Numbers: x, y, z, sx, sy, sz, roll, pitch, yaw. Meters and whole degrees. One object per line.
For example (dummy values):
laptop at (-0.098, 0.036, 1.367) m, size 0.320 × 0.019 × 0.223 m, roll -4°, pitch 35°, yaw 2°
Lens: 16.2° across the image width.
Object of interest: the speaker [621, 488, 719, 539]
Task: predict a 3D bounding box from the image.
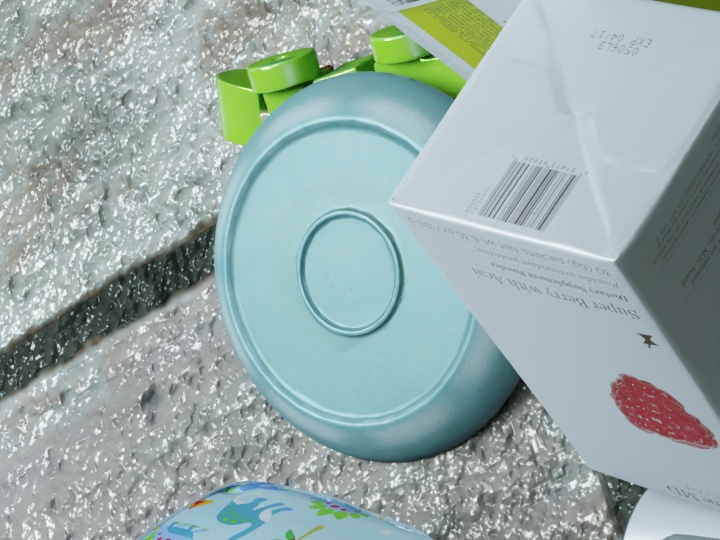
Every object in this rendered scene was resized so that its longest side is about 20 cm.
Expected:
speaker at (0.216, 0.137, 1.085) m, size 0.199 × 0.081 × 0.082 m, roll 3°, pitch 80°, yaw 37°

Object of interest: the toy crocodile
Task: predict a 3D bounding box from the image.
toy crocodile at (0.005, -0.092, 1.323) m, size 0.199 × 0.062 × 0.068 m, roll -8°, pitch 106°, yaw 34°

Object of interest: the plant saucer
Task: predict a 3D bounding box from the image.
plant saucer at (0.000, 0.000, 1.281) m, size 0.200 × 0.027 × 0.201 m, roll 5°, pitch 98°, yaw 33°

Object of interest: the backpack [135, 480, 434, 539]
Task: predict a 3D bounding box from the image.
backpack at (-0.051, 0.198, 1.171) m, size 0.183 × 0.200 × 0.147 m, roll 15°, pitch 129°, yaw 39°

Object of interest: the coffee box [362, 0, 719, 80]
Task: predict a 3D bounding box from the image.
coffee box at (0.099, -0.198, 1.101) m, size 0.200 × 0.200 × 0.198 m, roll -60°, pitch 24°, yaw -13°

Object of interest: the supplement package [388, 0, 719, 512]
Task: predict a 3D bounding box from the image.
supplement package at (0.127, -0.002, 1.030) m, size 0.121 × 0.200 × 0.120 m, roll 15°, pitch 64°, yaw 43°
